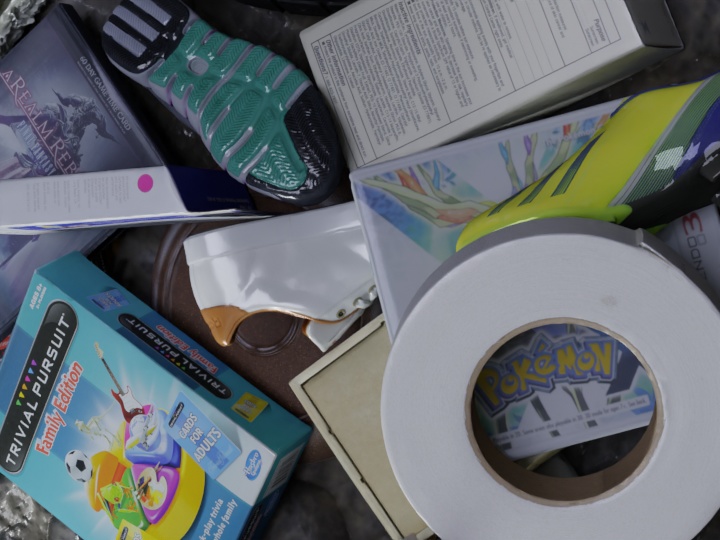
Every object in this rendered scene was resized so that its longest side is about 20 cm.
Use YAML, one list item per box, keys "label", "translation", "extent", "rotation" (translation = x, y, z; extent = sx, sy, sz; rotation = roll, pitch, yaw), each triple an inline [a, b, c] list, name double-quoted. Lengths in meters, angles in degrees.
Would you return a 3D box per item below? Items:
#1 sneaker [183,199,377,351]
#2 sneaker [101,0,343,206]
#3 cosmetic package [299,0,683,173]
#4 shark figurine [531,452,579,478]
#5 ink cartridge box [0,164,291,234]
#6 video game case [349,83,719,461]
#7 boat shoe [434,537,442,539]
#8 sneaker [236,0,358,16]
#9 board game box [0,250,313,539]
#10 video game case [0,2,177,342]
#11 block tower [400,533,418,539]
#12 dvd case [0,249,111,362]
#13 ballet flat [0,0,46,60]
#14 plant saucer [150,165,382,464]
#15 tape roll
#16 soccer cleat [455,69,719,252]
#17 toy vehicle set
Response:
- label: "sneaker"
  translation: [0.000, 0.000, 1.289]
  extent: [0.198, 0.073, 0.085]
  rotation: [-13, 87, 1]
- label: "sneaker"
  translation: [-0.070, -0.099, 1.329]
  extent: [0.074, 0.088, 0.200]
  rotation: [-47, 60, -1]
- label: "cosmetic package"
  translation: [0.074, -0.134, 1.266]
  extent: [0.199, 0.073, 0.104]
  rotation: [-23, 82, 26]
- label: "shark figurine"
  translation: [0.174, 0.178, 1.227]
  extent: [0.213, 0.089, 0.129]
  rotation: [11, 99, 29]
- label: "ink cartridge box"
  translation: [-0.143, -0.043, 1.333]
  extent: [0.198, 0.095, 0.037]
  rotation: [-1, 89, 24]
- label: "video game case"
  translation: [0.111, 0.006, 1.231]
  extent: [0.198, 0.022, 0.184]
  rotation: [-15, 82, 2]
- label: "boat shoe"
  translation: [0.091, 0.245, 1.291]
  extent: [0.071, 0.070, 0.202]
  rotation: [-36, 78, 45]
- label: "sneaker"
  translation: [-0.067, -0.224, 1.333]
  extent: [0.199, 0.076, 0.116]
  rotation: [9, 85, 16]
- label: "board game box"
  translation: [-0.144, 0.108, 1.382]
  extent: [0.199, 0.047, 0.152]
  rotation: [35, 121, 16]
- label: "video game case"
  translation: [-0.225, -0.057, 1.433]
  extent: [0.200, 0.019, 0.143]
  rotation: [-40, 76, 22]
- label: "block tower"
  translation: [-0.001, 0.216, 1.281]
  extent: [0.058, 0.054, 0.200]
  rotation: [58, 153, 12]
- label: "dvd case"
  translation: [-0.237, -0.012, 1.465]
  extent: [0.145, 0.022, 0.202]
  rotation: [-17, 86, 27]
- label: "ballet flat"
  translation: [-0.235, -0.197, 1.429]
  extent: [0.072, 0.072, 0.201]
  rotation: [38, 108, 20]
- label: "plant saucer"
  translation: [-0.056, 0.024, 1.368]
  extent: [0.199, 0.032, 0.202]
  rotation: [2, 95, 28]
- label: "tape roll"
  translation: [0.110, 0.071, 1.171]
  extent: [0.201, 0.037, 0.205]
  rotation: [2, 106, 6]
- label: "soccer cleat"
  translation: [0.142, -0.053, 1.207]
  extent: [0.199, 0.065, 0.084]
  rotation: [-25, 52, 4]
- label: "toy vehicle set"
  translation: [0.073, 0.060, 1.269]
  extent: [0.199, 0.027, 0.125]
  rotation: [-35, 76, 5]
